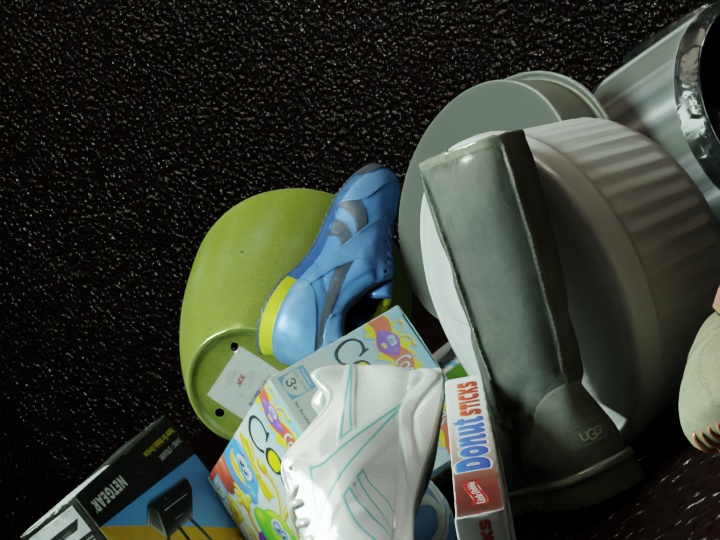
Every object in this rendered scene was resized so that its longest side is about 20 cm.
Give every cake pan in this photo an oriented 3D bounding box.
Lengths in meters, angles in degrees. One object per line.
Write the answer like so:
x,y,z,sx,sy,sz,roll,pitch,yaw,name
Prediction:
0.096,-0.042,1.180,0.037,0.201,0.200,11,-33,-39,cake pan

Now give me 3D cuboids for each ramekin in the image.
0.130,0.003,1.005,0.094,0.203,0.202,-24,-4,-28,ramekin

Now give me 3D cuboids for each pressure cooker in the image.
0.245,-0.085,1.228,0.179,0.176,0.200,-40,3,-32,pressure cooker

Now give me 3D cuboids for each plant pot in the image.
-0.064,0.052,1.327,0.187,0.187,0.200,-36,9,18,plant pot

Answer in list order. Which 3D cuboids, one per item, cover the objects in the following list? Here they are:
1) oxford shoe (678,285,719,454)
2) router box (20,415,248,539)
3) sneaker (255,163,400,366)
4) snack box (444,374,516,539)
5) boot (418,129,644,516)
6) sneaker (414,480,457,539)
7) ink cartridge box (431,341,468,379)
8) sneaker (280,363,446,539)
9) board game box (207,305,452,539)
0.182,0.059,0.765,0.074,0.071,0.200,-62,-3,12,oxford shoe
-0.128,0.189,1.129,0.051,0.149,0.200,-37,2,13,router box
0.000,0.000,1.228,0.200,0.078,0.066,-59,-27,-42,sneaker
0.060,0.114,0.829,0.024,0.072,0.200,-10,13,4,snack box
0.074,0.033,0.948,0.072,0.200,0.182,-25,-1,-26,boot
-0.028,0.192,0.977,0.200,0.073,0.072,-42,-9,9,sneaker
0.133,0.055,1.285,0.200,0.076,0.148,-38,2,-10,ink cartridge box
-0.007,0.135,0.902,0.070,0.080,0.201,96,-175,-52,sneaker
-0.015,0.124,1.122,0.103,0.105,0.200,-28,-14,-26,board game box
